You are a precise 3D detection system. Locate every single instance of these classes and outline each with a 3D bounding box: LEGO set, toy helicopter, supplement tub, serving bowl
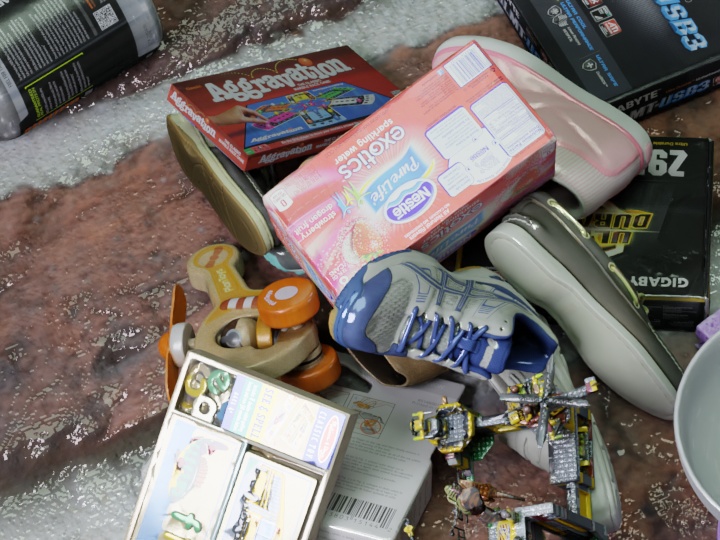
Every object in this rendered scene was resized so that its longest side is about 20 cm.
[{"bbox_3d":[0.095,0.162,1.516,0.153,0.116,0.201,-3,73,29],"label":"LEGO set"},{"bbox_3d":[-0.104,0.036,1.684,0.132,0.079,0.200,-22,31,-7],"label":"toy helicopter"},{"bbox_3d":[-0.280,-0.192,1.849,0.200,0.123,0.123,-34,58,-17],"label":"supplement tub"},{"bbox_3d":[0.318,0.120,1.515,0.199,0.066,0.201,-3,55,5],"label":"serving bowl"}]

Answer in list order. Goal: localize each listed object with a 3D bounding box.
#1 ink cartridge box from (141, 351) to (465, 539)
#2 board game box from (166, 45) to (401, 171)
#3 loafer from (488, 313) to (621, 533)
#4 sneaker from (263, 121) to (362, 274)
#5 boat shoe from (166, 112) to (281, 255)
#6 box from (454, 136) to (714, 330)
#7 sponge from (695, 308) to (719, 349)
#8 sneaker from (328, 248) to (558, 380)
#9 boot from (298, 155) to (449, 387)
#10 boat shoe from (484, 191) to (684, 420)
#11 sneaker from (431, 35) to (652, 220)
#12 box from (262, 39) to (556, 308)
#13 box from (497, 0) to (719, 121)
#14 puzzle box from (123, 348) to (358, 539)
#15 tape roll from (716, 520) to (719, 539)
[{"bbox_3d":[-0.040,0.134,1.641,0.199,0.045,0.176,14,41,16],"label":"ink cartridge box"},{"bbox_3d":[-0.052,-0.137,1.789,0.200,0.019,0.103,-18,49,-42],"label":"board game box"},{"bbox_3d":[0.138,0.119,1.619,0.070,0.070,0.200,-22,48,-2],"label":"loafer"},{"bbox_3d":[-0.003,-0.078,1.755,0.200,0.091,0.078,-38,57,-18],"label":"sneaker"},{"bbox_3d":[-0.099,-0.083,1.760,0.065,0.073,0.200,-26,40,-11],"label":"boat shoe"},{"bbox_3d":[0.180,-0.034,1.729,0.199,0.049,0.160,3,54,9],"label":"box"},{"bbox_3d":[0.368,0.030,1.672,0.200,0.030,0.112,-35,58,-17],"label":"sponge"},{"bbox_3d":[0.066,0.037,1.556,0.200,0.075,0.088,-1,31,-47],"label":"sneaker"},{"bbox_3d":[0.000,0.000,1.667,0.075,0.074,0.200,-26,75,-35],"label":"boot"},{"bbox_3d":[0.182,0.027,1.631,0.202,0.072,0.060,46,62,-6],"label":"boat shoe"},{"bbox_3d":[0.121,-0.108,1.713,0.200,0.075,0.105,31,60,21],"label":"sneaker"},{"bbox_3d":[0.039,-0.062,1.610,0.200,0.095,0.103,-38,74,-6],"label":"box"},{"bbox_3d":[0.236,-0.226,1.857,0.198,0.050,0.200,-22,56,-7],"label":"box"},{"bbox_3d":[-0.094,0.172,1.560,0.133,0.025,0.201,20,95,15],"label":"puzzle box"},{"bbox_3d":[0.352,0.203,1.533,0.199,0.066,0.201,-4,54,5],"label":"tape roll"}]
